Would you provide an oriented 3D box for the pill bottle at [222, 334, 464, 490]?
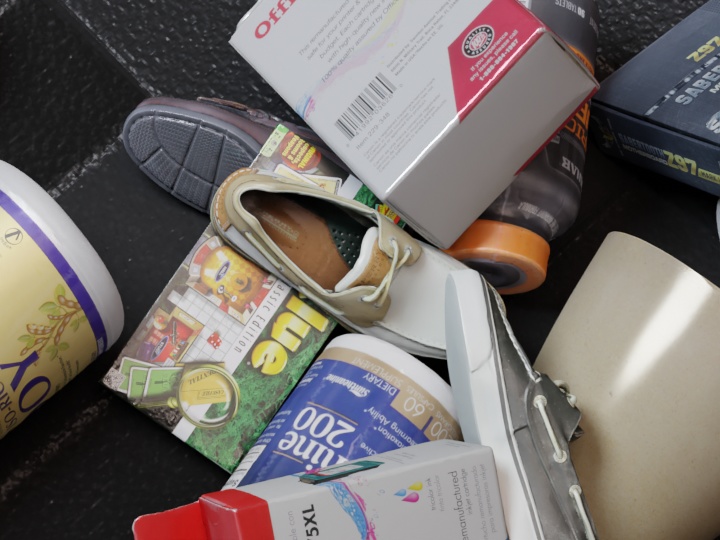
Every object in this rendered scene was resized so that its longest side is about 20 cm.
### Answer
[{"bbox_3d":[-0.025,0.147,1.516,0.111,0.111,0.200,34,68,6],"label":"pill bottle"}]

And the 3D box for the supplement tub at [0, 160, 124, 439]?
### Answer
[{"bbox_3d":[-0.259,0.043,1.514,0.200,0.145,0.145,-41,79,-20],"label":"supplement tub"}]

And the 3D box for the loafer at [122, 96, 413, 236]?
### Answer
[{"bbox_3d":[-0.057,-0.068,1.638,0.199,0.072,0.063,21,37,-3],"label":"loafer"}]

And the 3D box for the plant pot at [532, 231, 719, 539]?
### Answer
[{"bbox_3d":[0.165,0.113,1.543,0.187,0.187,0.200,38,84,8],"label":"plant pot"}]

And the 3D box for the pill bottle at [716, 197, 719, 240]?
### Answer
[{"bbox_3d":[0.342,-0.046,1.652,0.199,0.111,0.111,-19,72,-15],"label":"pill bottle"}]

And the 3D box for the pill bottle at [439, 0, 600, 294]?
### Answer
[{"bbox_3d":[0.096,-0.088,1.637,0.106,0.106,0.201,10,68,-4],"label":"pill bottle"}]

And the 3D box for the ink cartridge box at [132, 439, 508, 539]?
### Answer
[{"bbox_3d":[-0.018,0.173,1.409,0.199,0.067,0.117,-12,96,-20],"label":"ink cartridge box"}]

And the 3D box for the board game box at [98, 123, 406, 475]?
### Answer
[{"bbox_3d":[-0.066,0.018,1.579,0.105,0.023,0.200,35,85,-6],"label":"board game box"}]

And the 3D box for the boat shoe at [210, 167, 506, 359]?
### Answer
[{"bbox_3d":[0.000,0.000,1.542,0.200,0.068,0.075,24,86,-6],"label":"boat shoe"}]

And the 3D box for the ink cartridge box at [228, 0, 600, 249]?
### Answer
[{"bbox_3d":[0.032,-0.132,1.579,0.148,0.086,0.200,-47,48,6],"label":"ink cartridge box"}]

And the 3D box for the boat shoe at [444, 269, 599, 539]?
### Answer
[{"bbox_3d":[0.096,0.093,1.461,0.063,0.071,0.201,-13,82,-9],"label":"boat shoe"}]

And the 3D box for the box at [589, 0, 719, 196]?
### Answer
[{"bbox_3d":[0.270,-0.132,1.661,0.200,0.051,0.158,-36,33,-19],"label":"box"}]
